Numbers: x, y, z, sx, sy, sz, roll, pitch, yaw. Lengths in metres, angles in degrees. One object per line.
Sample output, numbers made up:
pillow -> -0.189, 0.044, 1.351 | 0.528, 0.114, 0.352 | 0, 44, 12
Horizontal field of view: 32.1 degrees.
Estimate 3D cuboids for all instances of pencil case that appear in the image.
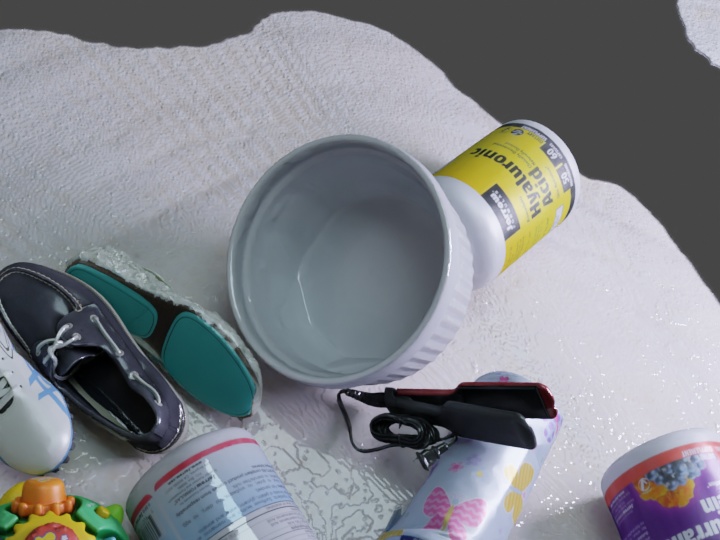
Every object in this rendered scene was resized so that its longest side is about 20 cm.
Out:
pencil case -> 0.088, 0.172, 0.995 | 0.090, 0.084, 0.201 | 0, 37, 37

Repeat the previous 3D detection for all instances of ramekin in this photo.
ramekin -> 0.000, 0.000, 1.022 | 0.201, 0.199, 0.105 | 57, 15, 24

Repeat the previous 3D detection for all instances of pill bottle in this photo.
pill bottle -> 0.277, 0.239, 0.996 | 0.110, 0.112, 0.202 | -4, 56, -24
pill bottle -> -0.074, 0.219, 0.877 | 0.108, 0.109, 0.201 | -21, 64, -32
pill bottle -> 0.108, -0.050, 1.152 | 0.111, 0.112, 0.199 | 42, 52, 14

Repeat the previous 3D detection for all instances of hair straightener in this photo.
hair straightener -> 0.053, 0.117, 0.980 | 0.198, 0.041, 0.077 | 3, 39, 38

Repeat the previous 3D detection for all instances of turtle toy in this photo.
turtle toy -> -0.223, 0.220, 0.823 | 0.145, 0.102, 0.200 | 37, 50, 9

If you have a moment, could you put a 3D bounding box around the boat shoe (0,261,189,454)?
boat shoe -> -0.213, 0.061, 0.959 | 0.200, 0.063, 0.073 | 43, 88, 10

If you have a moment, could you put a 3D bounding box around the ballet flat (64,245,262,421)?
ballet flat -> -0.150, 0.040, 1.016 | 0.199, 0.072, 0.072 | 36, 50, 7

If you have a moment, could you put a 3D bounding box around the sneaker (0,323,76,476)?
sneaker -> -0.283, 0.073, 0.923 | 0.072, 0.072, 0.200 | -44, 67, 1
